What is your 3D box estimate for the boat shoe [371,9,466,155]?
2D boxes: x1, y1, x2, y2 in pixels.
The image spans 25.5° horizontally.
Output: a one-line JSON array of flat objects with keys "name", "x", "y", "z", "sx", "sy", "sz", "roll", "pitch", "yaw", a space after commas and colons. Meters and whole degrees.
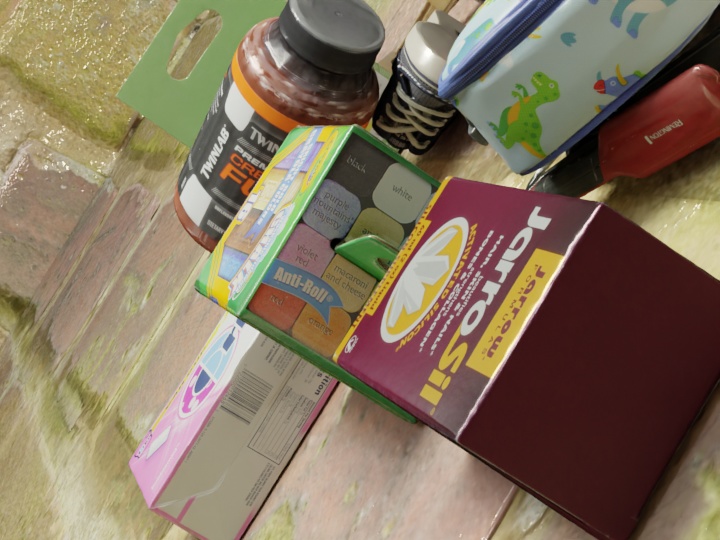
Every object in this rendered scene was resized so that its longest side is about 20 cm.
[{"name": "boat shoe", "x": 0.048, "y": -0.116, "z": 1.078, "sx": 0.093, "sy": 0.074, "sz": 0.200, "roll": -59, "pitch": 0, "yaw": 15}]

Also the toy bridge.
[{"name": "toy bridge", "x": 0.023, "y": -0.158, "z": 1.295, "sx": 0.200, "sy": 0.027, "sz": 0.067, "roll": -55, "pitch": -2, "yaw": 31}]

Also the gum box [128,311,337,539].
[{"name": "gum box", "x": -0.072, "y": 0.077, "z": 1.081, "sx": 0.201, "sy": 0.066, "sz": 0.113, "roll": -58, "pitch": 17, "yaw": -1}]

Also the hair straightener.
[{"name": "hair straightener", "x": 0.138, "y": -0.067, "z": 0.798, "sx": 0.077, "sy": 0.041, "sz": 0.200, "roll": -50, "pitch": 4, "yaw": -33}]

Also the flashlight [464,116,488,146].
[{"name": "flashlight", "x": 0.112, "y": -0.159, "z": 0.994, "sx": 0.201, "sy": 0.068, "sz": 0.068, "roll": -67, "pitch": -16, "yaw": -44}]

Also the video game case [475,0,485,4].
[{"name": "video game case", "x": 0.113, "y": -0.260, "z": 1.136, "sx": 0.144, "sy": 0.018, "sz": 0.200, "roll": -55, "pitch": -4, "yaw": 10}]

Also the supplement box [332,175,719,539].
[{"name": "supplement box", "x": 0.071, "y": 0.030, "z": 0.697, "sx": 0.111, "sy": 0.085, "sz": 0.200, "roll": -58, "pitch": 16, "yaw": -3}]

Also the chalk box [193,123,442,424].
[{"name": "chalk box", "x": 0.000, "y": 0.000, "z": 0.905, "sx": 0.124, "sy": 0.124, "sz": 0.200, "roll": -58, "pitch": 14, "yaw": -3}]

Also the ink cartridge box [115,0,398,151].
[{"name": "ink cartridge box", "x": -0.070, "y": -0.128, "z": 1.224, "sx": 0.146, "sy": 0.199, "sz": 0.048, "roll": -53, "pitch": 14, "yaw": 14}]

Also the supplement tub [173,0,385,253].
[{"name": "supplement tub", "x": -0.054, "y": -0.103, "z": 1.119, "sx": 0.107, "sy": 0.106, "sz": 0.200, "roll": -76, "pitch": 12, "yaw": -50}]

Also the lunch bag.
[{"name": "lunch bag", "x": 0.130, "y": -0.148, "z": 0.805, "sx": 0.161, "sy": 0.082, "sz": 0.200, "roll": -39, "pitch": 9, "yaw": 37}]
